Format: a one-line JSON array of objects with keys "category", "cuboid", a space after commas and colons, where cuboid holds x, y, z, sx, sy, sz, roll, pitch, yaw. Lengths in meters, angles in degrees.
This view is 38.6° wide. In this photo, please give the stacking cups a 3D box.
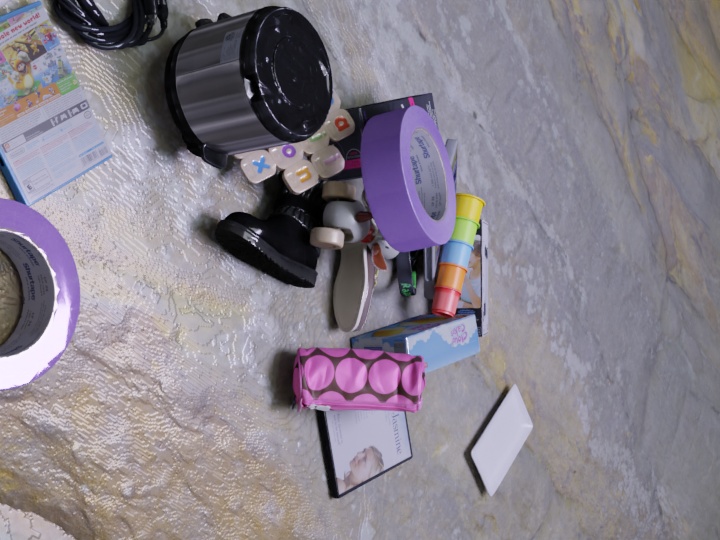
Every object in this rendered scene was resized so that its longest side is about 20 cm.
[{"category": "stacking cups", "cuboid": [0.153, -0.025, 1.698, 0.060, 0.060, 0.203, 30, 71, -44]}]

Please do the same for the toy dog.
[{"category": "toy dog", "cuboid": [0.015, -0.065, 1.498, 0.199, 0.095, 0.134, -11, 103, -53]}]

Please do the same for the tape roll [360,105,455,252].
[{"category": "tape roll", "cuboid": [0.072, -0.131, 1.480, 0.200, 0.065, 0.203, 38, 46, -54]}]

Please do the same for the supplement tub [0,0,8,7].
[{"category": "supplement tub", "cuboid": [-0.435, -0.303, 1.003, 0.143, 0.198, 0.147, 7, 81, -49]}]

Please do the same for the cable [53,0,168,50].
[{"category": "cable", "cuboid": [-0.321, -0.376, 1.278, 0.162, 0.050, 0.203, -21, 105, -44]}]

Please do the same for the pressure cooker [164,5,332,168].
[{"category": "pressure cooker", "cuboid": [-0.157, -0.243, 1.336, 0.176, 0.198, 0.180, -50, 125, -46]}]

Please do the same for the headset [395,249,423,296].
[{"category": "headset", "cuboid": [0.084, -0.060, 1.666, 0.124, 0.093, 0.203, 66, 19, -70]}]

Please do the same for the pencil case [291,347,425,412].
[{"category": "pencil case", "cuboid": [-0.001, 0.165, 1.501, 0.094, 0.197, 0.091, -98, -167, -45]}]

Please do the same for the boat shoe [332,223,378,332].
[{"category": "boat shoe", "cuboid": [0.000, 0.000, 1.605, 0.059, 0.071, 0.203, 18, 67, -45]}]

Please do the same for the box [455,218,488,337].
[{"category": "box", "cuboid": [0.190, 0.013, 1.798, 0.117, 0.059, 0.203, -2, 92, -78]}]

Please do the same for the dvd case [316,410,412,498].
[{"category": "dvd case", "cuboid": [0.011, 0.259, 1.629, 0.199, 0.017, 0.145, -16, 98, -50]}]

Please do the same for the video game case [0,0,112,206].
[{"category": "video game case", "cuboid": [-0.384, -0.195, 1.197, 0.143, 0.018, 0.202, -42, 118, -44]}]

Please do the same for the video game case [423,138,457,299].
[{"category": "video game case", "cuboid": [0.134, -0.086, 1.726, 0.183, 0.022, 0.202, 85, 18, -48]}]

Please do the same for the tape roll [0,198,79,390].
[{"category": "tape roll", "cuboid": [-0.402, 0.026, 1.103, 0.199, 0.065, 0.203, 6, 82, -50]}]

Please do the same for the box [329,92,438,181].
[{"category": "box", "cuboid": [0.023, -0.207, 1.611, 0.199, 0.121, 0.108, -21, 103, -49]}]

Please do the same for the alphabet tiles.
[{"category": "alphabet tiles", "cuboid": [-0.109, -0.210, 1.461, 0.195, 0.015, 0.201, -32, 88, -28]}]

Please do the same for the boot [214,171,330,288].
[{"category": "boot", "cuboid": [-0.116, -0.081, 1.461, 0.211, 0.079, 0.160, 34, 66, -54]}]

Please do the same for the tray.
[{"category": "tray", "cuboid": [0.260, 0.315, 1.923, 0.200, 0.022, 0.108, -48, 122, -42]}]

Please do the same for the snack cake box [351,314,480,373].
[{"category": "snack cake box", "cuboid": [0.092, 0.121, 1.666, 0.199, 0.114, 0.068, -13, 97, -51]}]
